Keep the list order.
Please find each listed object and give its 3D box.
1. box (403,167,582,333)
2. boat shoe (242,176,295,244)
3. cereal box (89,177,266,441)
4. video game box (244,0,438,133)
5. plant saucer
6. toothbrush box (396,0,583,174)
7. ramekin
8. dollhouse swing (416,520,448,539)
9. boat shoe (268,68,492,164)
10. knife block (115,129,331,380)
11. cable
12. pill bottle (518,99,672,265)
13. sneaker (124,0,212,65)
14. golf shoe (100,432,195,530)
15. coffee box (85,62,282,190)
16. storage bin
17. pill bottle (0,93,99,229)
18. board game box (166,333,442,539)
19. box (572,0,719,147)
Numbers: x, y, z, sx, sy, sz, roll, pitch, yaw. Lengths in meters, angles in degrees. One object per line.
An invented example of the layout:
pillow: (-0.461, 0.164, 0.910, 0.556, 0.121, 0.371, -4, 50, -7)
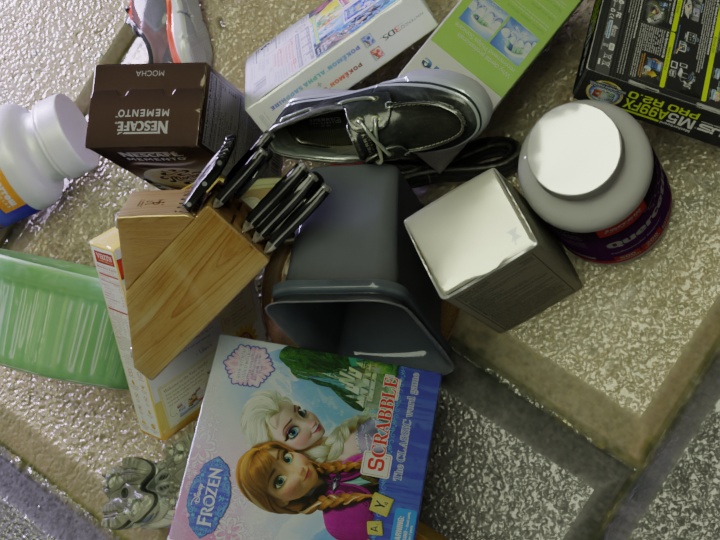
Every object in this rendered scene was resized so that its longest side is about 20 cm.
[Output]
box: (0.118, -0.012, 1.348, 0.095, 0.200, 0.078, -30, 72, 10)
boat shoe: (-0.110, -0.038, 1.473, 0.200, 0.073, 0.063, -8, 58, 33)
cereal box: (-0.157, 0.032, 1.409, 0.039, 0.144, 0.200, 17, 128, 40)
video game box: (-0.023, -0.210, 1.448, 0.182, 0.200, 0.047, -36, 109, 10)
plant saucer: (-0.005, 0.015, 1.470, 0.200, 0.035, 0.201, -4, 78, 17)
toothbrush box: (0.112, -0.199, 1.386, 0.086, 0.146, 0.200, 38, 78, -1)
ramekin: (-0.270, 0.046, 1.468, 0.200, 0.200, 0.098, 13, 91, 20)
dollhouse swing: (-0.009, 0.300, 1.414, 0.182, 0.176, 0.200, 35, 91, -20)
boat shoe: (0.013, -0.115, 1.294, 0.200, 0.072, 0.071, -4, 33, 34)
knife block: (-0.106, -0.013, 1.289, 0.175, 0.064, 0.201, 0, 112, 6)
cable: (0.046, -0.099, 1.456, 0.199, 0.050, 0.097, -4, 35, 22)
pill bottle: (0.199, -0.076, 1.335, 0.112, 0.200, 0.113, -4, 78, 17)
sneaker: (-0.208, -0.279, 1.579, 0.082, 0.077, 0.201, -15, 74, 21)
golf shoe: (-0.143, 0.195, 1.422, 0.200, 0.097, 0.079, -13, 67, 41)
coffee box: (-0.159, -0.125, 1.461, 0.113, 0.200, 0.080, 2, 79, 19)
storage bin: (0.000, 0.000, 1.359, 0.145, 0.200, 0.135, -2, 68, 18)
pill bottle: (-0.368, -0.098, 1.570, 0.200, 0.112, 0.112, -24, 73, 12)
board game box: (-0.043, 0.162, 1.319, 0.199, 0.041, 0.200, 9, 57, 2)
box: (0.280, -0.211, 1.353, 0.160, 0.044, 0.200, 18, 60, -2)
